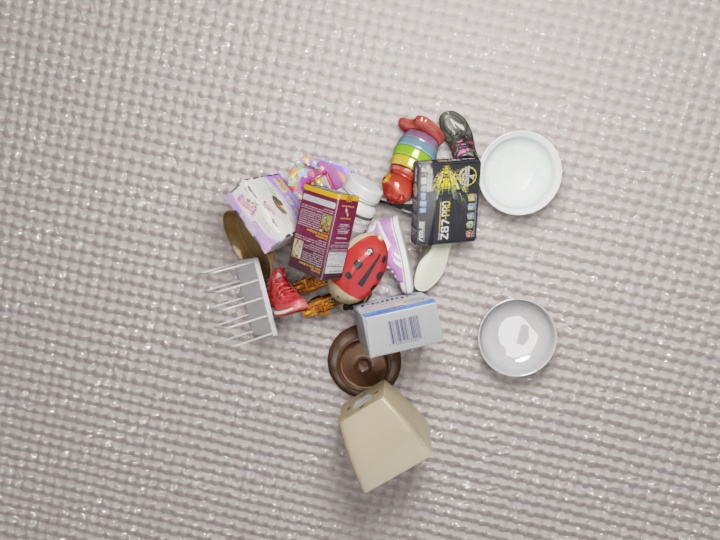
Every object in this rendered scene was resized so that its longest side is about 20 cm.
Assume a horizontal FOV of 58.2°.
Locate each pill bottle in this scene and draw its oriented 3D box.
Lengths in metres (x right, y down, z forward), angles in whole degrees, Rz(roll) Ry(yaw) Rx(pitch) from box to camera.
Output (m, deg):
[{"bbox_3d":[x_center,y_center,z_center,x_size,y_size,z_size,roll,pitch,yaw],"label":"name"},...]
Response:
[{"bbox_3d":[-0.033,-0.131,1.606,0.113,0.114,0.201,30,111,0],"label":"pill bottle"}]

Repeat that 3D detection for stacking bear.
[{"bbox_3d":[0.117,-0.257,1.574,0.113,0.121,0.202,31,81,-30],"label":"stacking bear"}]

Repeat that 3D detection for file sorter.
[{"bbox_3d":[-0.314,0.083,1.639,0.124,0.138,0.202,-18,98,-30],"label":"file sorter"}]

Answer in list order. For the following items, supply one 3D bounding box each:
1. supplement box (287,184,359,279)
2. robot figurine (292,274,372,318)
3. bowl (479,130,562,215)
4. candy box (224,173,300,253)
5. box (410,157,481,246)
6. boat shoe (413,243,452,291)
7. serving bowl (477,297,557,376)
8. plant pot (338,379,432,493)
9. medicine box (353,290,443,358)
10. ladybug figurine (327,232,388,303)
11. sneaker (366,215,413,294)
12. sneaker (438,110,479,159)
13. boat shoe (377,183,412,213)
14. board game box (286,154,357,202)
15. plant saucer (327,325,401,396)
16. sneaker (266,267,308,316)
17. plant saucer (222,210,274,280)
[{"bbox_3d":[-0.087,-0.091,1.524,0.110,0.085,0.202,20,103,33],"label":"supplement box"},{"bbox_3d":[-0.067,0.047,1.678,0.198,0.058,0.147,-19,97,7],"label":"robot figurine"},{"bbox_3d":[0.385,-0.239,1.591,0.198,0.090,0.204,1,98,4],"label":"bowl"},{"bbox_3d":[-0.215,-0.143,1.582,0.071,0.200,0.169,-35,89,22],"label":"candy box"},{"bbox_3d":[0.204,-0.166,1.553,0.159,0.049,0.202,-4,112,-14],"label":"box"},{"bbox_3d":[0.185,-0.046,1.648,0.071,0.060,0.204,19,100,-22],"label":"boat shoe"},{"bbox_3d":[0.397,0.166,1.657,0.197,0.066,0.203,1,97,5],"label":"serving bowl"},{"bbox_3d":[0.049,0.401,1.644,0.199,0.200,0.178,-31,96,8],"label":"plant pot"},{"bbox_3d":[0.087,0.128,1.591,0.180,0.200,0.104,-12,97,-7],"label":"medicine box"},{"bbox_3d":[0.000,0.000,1.585,0.135,0.072,0.201,23,105,-29],"label":"ladybug figurine"},{"bbox_3d":[0.069,-0.030,1.658,0.113,0.073,0.203,-15,87,11],"label":"sneaker"},{"bbox_3d":[0.254,-0.303,1.595,0.076,0.084,0.202,-25,95,6],"label":"sneaker"},{"bbox_3d":[0.122,-0.173,1.631,0.198,0.076,0.061,11,139,17],"label":"boat shoe"},{"bbox_3d":[-0.099,-0.202,1.656,0.198,0.039,0.160,18,98,2],"label":"board game box"},{"bbox_3d":[0.009,0.245,1.712,0.198,0.037,0.203,0,97,4],"label":"plant saucer"},{"bbox_3d":[-0.197,0.051,1.628,0.078,0.199,0.117,-12,93,-31],"label":"sneaker"},{"bbox_3d":[-0.274,-0.070,1.633,0.035,0.200,0.201,-35,94,-27],"label":"plant saucer"}]
